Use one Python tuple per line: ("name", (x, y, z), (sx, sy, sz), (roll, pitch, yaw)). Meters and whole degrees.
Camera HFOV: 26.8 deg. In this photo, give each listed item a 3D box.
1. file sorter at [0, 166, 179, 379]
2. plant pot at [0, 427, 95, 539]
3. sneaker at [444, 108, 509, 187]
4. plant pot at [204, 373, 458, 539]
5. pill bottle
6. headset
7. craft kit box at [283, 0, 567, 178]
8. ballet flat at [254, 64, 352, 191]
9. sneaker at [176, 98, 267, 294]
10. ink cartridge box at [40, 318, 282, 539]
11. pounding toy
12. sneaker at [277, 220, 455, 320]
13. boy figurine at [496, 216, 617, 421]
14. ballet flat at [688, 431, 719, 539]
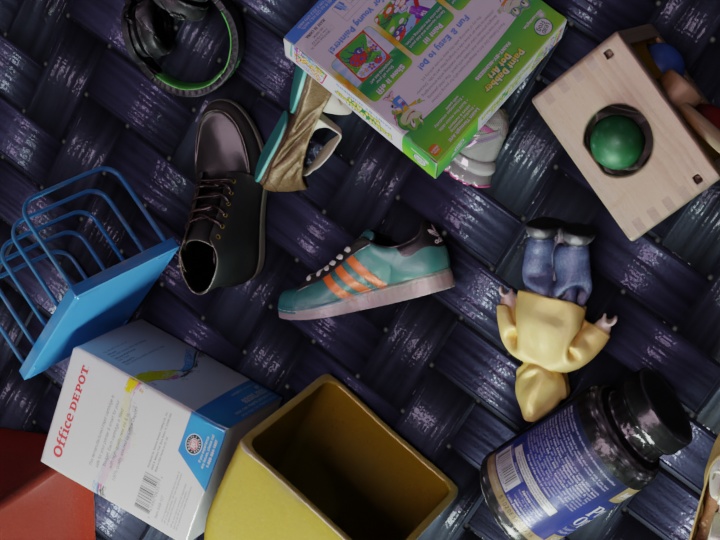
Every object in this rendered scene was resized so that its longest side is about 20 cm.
("file sorter", (-0.313, 0.000, 1.632), (0.123, 0.138, 0.200), (54, 141, 10))
("plant pot", (-0.440, 0.309, 1.765), (0.197, 0.176, 0.203), (5, 102, 22))
("sneaker", (0.069, -0.171, 1.508), (0.199, 0.081, 0.089), (37, 105, 9))
("plant pot", (-0.053, 0.270, 1.592), (0.195, 0.194, 0.201), (41, 121, 10))
("pill bottle", (0.223, 0.184, 1.492), (0.199, 0.112, 0.112), (-37, 86, 25))
("headset", (-0.213, -0.273, 1.593), (0.123, 0.094, 0.200), (-39, 96, 24))
("craft kit box", (0.062, -0.225, 1.454), (0.197, 0.049, 0.200), (40, 76, 14))
("ballet flat", (-0.049, -0.158, 1.551), (0.071, 0.068, 0.201), (13, 127, -13))
("sneaker", (-0.149, -0.078, 1.599), (0.074, 0.106, 0.203), (-2, 100, 23))
("ink cartridge box", (-0.219, 0.172, 1.659), (0.198, 0.144, 0.149), (27, 110, 16))
("pounding toy", (0.273, -0.126, 1.358), (0.142, 0.200, 0.185), (-37, 86, 24))
("sneaker", (0.000, 0.000, 1.577), (0.198, 0.071, 0.081), (-13, 91, 20))
("boy figurine", (0.195, 0.054, 1.504), (0.123, 0.064, 0.203), (8, 105, 21))
("ballet flat", (0.359, 0.237, 1.472), (0.068, 0.063, 0.202), (16, 106, 19))
